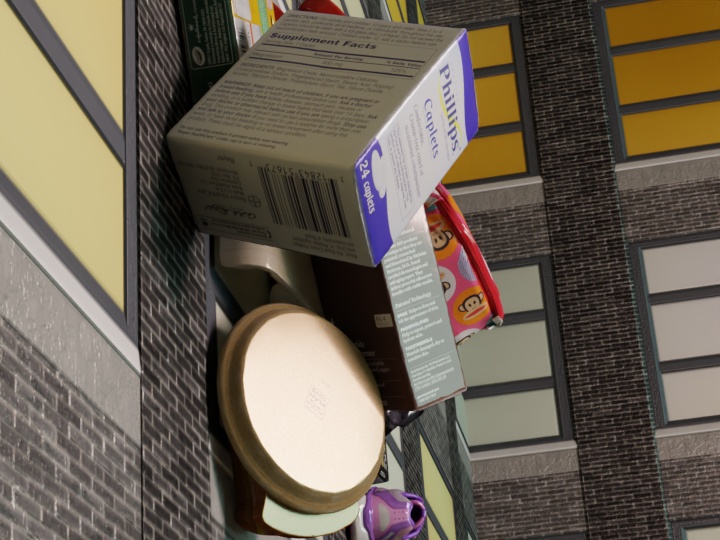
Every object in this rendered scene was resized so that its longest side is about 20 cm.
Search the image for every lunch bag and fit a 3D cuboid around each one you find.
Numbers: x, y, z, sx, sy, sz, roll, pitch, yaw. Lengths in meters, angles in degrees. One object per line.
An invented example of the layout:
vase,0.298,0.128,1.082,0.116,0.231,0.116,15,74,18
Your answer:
lunch bag,0.064,-0.017,1.548,0.177,0.082,0.200,62,-5,-36

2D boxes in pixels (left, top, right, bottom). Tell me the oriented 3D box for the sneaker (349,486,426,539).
sneaker,0.040,0.300,1.911,0.200,0.088,0.081,40,41,-80

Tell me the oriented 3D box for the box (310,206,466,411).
box,0.020,0.023,1.414,0.075,0.100,0.202,-17,96,-39

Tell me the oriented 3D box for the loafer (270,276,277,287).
loafer,-0.069,-0.066,1.588,0.072,0.062,0.202,-56,137,-75

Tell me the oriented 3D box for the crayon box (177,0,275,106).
crayon box,-0.117,-0.211,1.438,0.200,0.051,0.127,-27,109,-81

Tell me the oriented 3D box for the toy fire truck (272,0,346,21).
toy fire truck,-0.047,-0.190,1.634,0.200,0.112,0.168,45,-12,-7

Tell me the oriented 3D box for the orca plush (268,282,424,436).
orca plush,-0.014,0.089,1.539,0.106,0.199,0.071,-56,153,-3

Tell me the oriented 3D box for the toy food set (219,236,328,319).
toy food set,-0.072,-0.027,1.450,0.200,0.060,0.145,48,36,-55

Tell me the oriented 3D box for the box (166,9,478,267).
box,-0.025,-0.115,1.294,0.200,0.183,0.106,-52,141,-38

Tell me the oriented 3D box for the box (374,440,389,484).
box,-0.008,0.144,1.866,0.160,0.049,0.202,52,31,-69

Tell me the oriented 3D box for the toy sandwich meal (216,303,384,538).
toy sandwich meal,-0.058,0.129,1.340,0.204,0.070,0.207,23,54,-36
